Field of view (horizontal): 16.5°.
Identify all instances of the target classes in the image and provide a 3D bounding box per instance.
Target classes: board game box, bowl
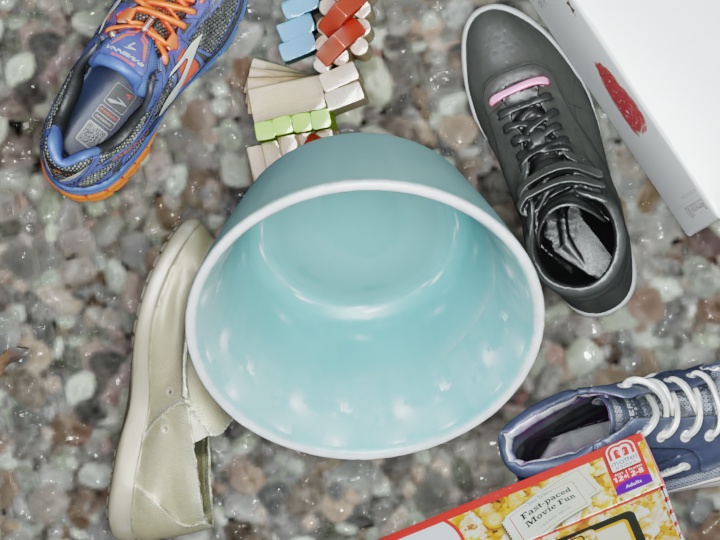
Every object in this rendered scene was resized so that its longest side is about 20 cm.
[{"bbox_3d":[0.096,0.192,1.435,0.200,0.046,0.152,-22,132,4],"label":"board game box"},{"bbox_3d":[0.000,0.000,1.427,0.201,0.105,0.201,-2,129,-3],"label":"bowl"}]

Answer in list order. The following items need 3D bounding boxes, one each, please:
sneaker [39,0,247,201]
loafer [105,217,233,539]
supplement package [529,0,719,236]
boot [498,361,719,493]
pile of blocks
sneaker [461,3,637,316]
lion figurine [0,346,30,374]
[{"bbox_3d":[-0.128,-0.130,1.480,0.075,0.078,0.200,28,92,3],"label":"sneaker"},{"bbox_3d":[-0.103,0.068,1.484,0.068,0.076,0.200,11,100,3],"label":"loafer"},{"bbox_3d":[0.190,-0.137,1.431,0.120,0.121,0.200,-33,87,-3],"label":"supplement package"},{"bbox_3d":[0.182,0.089,1.434,0.200,0.090,0.073,-24,64,11],"label":"boot"},{"bbox_3d":[-0.027,-0.126,1.481,0.082,0.062,0.200,13,90,4],"label":"pile of blocks"},{"bbox_3d":[0.112,-0.068,1.453,0.071,0.099,0.200,-22,87,6],"label":"sneaker"},{"bbox_3d":[-0.305,0.088,1.498,0.200,0.072,0.123,7,98,0],"label":"lion figurine"}]
